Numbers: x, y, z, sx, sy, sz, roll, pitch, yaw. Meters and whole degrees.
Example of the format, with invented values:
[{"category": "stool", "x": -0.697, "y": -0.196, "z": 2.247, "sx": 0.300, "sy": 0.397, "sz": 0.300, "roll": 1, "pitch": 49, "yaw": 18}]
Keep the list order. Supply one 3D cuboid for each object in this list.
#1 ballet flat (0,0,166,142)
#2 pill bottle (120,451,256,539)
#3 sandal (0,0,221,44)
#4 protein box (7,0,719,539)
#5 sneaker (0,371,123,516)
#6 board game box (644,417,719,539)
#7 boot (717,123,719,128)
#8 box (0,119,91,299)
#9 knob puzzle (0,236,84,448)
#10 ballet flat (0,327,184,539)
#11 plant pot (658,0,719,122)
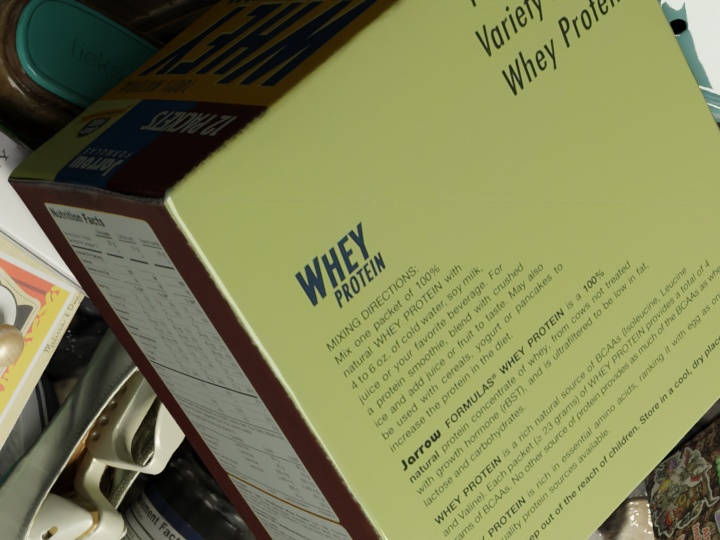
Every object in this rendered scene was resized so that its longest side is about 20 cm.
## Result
[{"category": "ballet flat", "x": -0.076, "y": -0.052, "z": 0.693, "sx": 0.199, "sy": 0.069, "sz": 0.072, "roll": 23, "pitch": 157, "yaw": -34}, {"category": "pill bottle", "x": -0.087, "y": 0.170, "z": 0.887, "sx": 0.112, "sy": 0.112, "sz": 0.201, "roll": 40, "pitch": 87, "yaw": -29}, {"category": "sandal", "x": -0.074, "y": -0.126, "z": 0.714, "sx": 0.198, "sy": 0.081, "sz": 0.054, "roll": -17, "pitch": 150, "yaw": 8}, {"category": "protein box", "x": 0.020, "y": -0.011, "z": 0.616, "sx": 0.198, "sy": 0.134, "sz": 0.201, "roll": -42, "pitch": 116, "yaw": -22}, {"category": "sneaker", "x": -0.176, "y": 0.123, "z": 0.918, "sx": 0.079, "sy": 0.078, "sz": 0.202, "roll": -21, "pitch": 128, "yaw": -41}, {"category": "board game box", "x": 0.282, "y": 0.126, "z": 0.905, "sx": 0.159, "sy": 0.097, "sz": 0.200, "roll": 30, "pitch": 124, "yaw": -23}, {"category": "boot", "x": 0.113, "y": 0.018, "z": 0.810, "sx": 0.074, "sy": 0.097, "sz": 0.200, "roll": 23, "pitch": 127, "yaw": -27}, {"category": "box", "x": -0.130, "y": -0.025, "z": 0.719, "sx": 0.144, "sy": 0.200, "sz": 0.036, "roll": 38, "pitch": 86, "yaw": -28}, {"category": "knob puzzle", "x": -0.216, "y": 0.054, "z": 0.695, "sx": 0.219, "sy": 0.030, "sz": 0.221, "roll": -27, "pitch": 132, "yaw": -34}, {"category": "ballet flat", "x": -0.133, "y": 0.099, "z": 0.838, "sx": 0.201, "sy": 0.063, "sz": 0.067, "roll": -59, "pitch": 143, "yaw": -4}, {"category": "plant pot", "x": 0.145, "y": -0.136, "z": 0.655, "sx": 0.198, "sy": 0.135, "sz": 0.202, "roll": -1, "pitch": 130, "yaw": -1}]
